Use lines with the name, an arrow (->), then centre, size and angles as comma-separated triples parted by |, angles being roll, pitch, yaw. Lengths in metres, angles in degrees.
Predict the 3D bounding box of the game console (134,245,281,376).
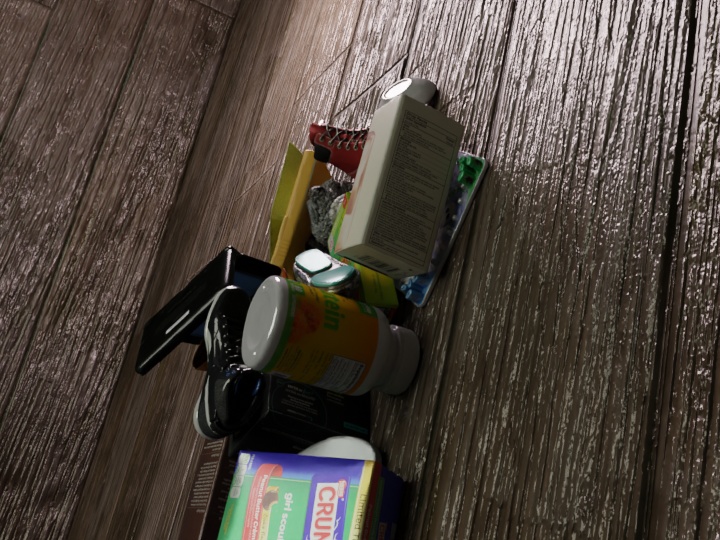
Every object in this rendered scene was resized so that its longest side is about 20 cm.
game console -> -0.219, 0.072, 1.267 | 0.200, 0.116, 0.177 | -41, 26, 19

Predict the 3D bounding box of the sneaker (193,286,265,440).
sneaker -> -0.150, 0.110, 1.082 | 0.111, 0.072, 0.203 | -23, 57, 55

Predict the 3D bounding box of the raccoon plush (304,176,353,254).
raccoon plush -> -0.025, -0.048, 1.355 | 0.134, 0.096, 0.202 | -120, 27, -50

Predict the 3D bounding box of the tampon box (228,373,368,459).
tampon box -> -0.081, 0.155, 1.158 | 0.126, 0.149, 0.202 | -48, 29, 39

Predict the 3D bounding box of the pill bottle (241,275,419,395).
pill bottle -> -0.032, 0.086, 1.028 | 0.111, 0.198, 0.112 | -46, 35, 45

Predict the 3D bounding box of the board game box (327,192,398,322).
board game box -> 0.000, 0.000, 1.183 | 0.102, 0.047, 0.202 | 114, 155, -44

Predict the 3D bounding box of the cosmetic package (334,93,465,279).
cosmetic package -> 0.049, -0.102, 1.080 | 0.087, 0.102, 0.202 | -14, 56, 63

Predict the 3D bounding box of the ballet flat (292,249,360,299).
ballet flat -> -0.039, 0.021, 1.139 | 0.073, 0.071, 0.200 | -67, 20, 4

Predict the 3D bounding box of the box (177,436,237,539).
box -> -0.183, 0.289, 1.184 | 0.100, 0.074, 0.202 | -26, 46, 59

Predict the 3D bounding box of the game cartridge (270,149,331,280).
game cartridge -> -0.094, -0.079, 1.453 | 0.176, 0.032, 0.202 | 60, -133, -73

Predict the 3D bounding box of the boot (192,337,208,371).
boot -> -0.148, 0.091, 1.273 | 0.202, 0.143, 0.071 | -49, 49, 20

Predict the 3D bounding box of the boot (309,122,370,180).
boot -> 0.000, -0.195, 1.261 | 0.200, 0.143, 0.073 | -42, 23, 62

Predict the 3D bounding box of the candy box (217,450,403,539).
candy box -> -0.063, 0.300, 0.966 | 0.198, 0.077, 0.171 | -3, 62, 32

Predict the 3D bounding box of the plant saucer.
plant saucer -> -0.125, -0.094, 1.556 | 0.201, 0.047, 0.202 | 97, -179, -47

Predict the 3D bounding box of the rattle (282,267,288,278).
rattle -> -0.146, 0.087, 1.416 | 0.130, 0.142, 0.201 | 35, 98, 30

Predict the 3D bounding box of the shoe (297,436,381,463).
shoe -> -0.046, 0.268, 1.084 | 0.198, 0.091, 0.072 | -23, 55, 22

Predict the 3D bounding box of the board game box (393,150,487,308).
board game box -> 0.081, -0.072, 1.149 | 0.202, 0.026, 0.200 | -66, 21, 7

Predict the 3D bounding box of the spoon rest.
spoon rest -> 0.030, -0.239, 1.328 | 0.198, 0.061, 0.100 | -19, 32, 24
